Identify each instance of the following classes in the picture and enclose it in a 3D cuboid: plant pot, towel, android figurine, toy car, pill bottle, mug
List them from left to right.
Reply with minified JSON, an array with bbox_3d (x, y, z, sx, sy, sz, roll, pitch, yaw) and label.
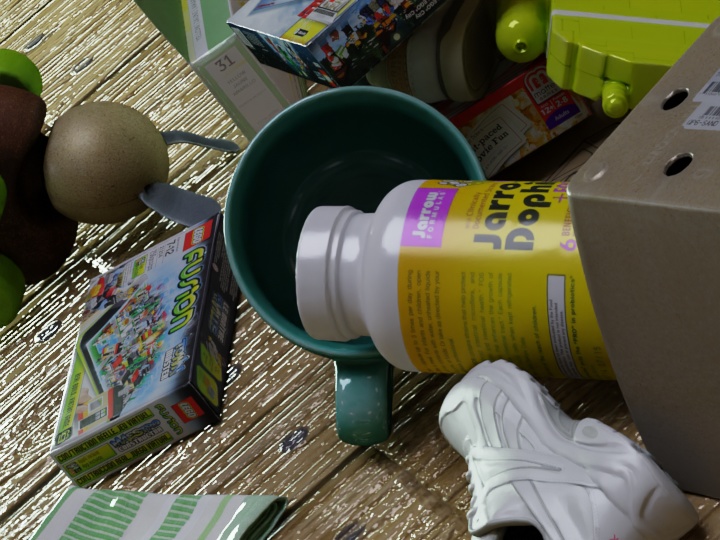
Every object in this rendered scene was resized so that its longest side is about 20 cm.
[{"bbox_3d":[-0.189,-0.060,2.093,0.200,0.158,0.164,0,39,8],"label":"toy car"},{"bbox_3d":[-0.149,0.183,1.716,0.200,0.023,0.153,-3,41,50],"label":"towel"},{"bbox_3d":[-0.006,-0.010,1.694,0.185,0.152,0.114,-58,-5,-1],"label":"mug"},{"bbox_3d":[0.071,0.004,1.567,0.200,0.104,0.104,1,40,19],"label":"pill bottle"},{"bbox_3d":[0.169,-0.139,1.723,0.182,0.041,0.200,5,31,-1],"label":"android figurine"},{"bbox_3d":[0.217,-0.014,1.401,0.200,0.177,0.200,-48,28,-20],"label":"plant pot"}]

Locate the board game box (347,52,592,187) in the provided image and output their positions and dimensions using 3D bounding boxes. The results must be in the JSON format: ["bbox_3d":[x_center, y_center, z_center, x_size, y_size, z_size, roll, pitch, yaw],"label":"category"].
[{"bbox_3d":[0.047,-0.075,1.826,0.200,0.046,0.152,-32,10,10],"label":"board game box"}]

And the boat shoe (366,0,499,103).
[{"bbox_3d":[0.058,-0.161,1.805,0.068,0.075,0.200,-1,23,20],"label":"boat shoe"}]

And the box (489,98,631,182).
[{"bbox_3d":[0.143,-0.041,1.718,0.163,0.021,0.200,-27,28,21],"label":"box"}]

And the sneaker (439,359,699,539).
[{"bbox_3d":[0.079,0.111,1.488,0.099,0.078,0.200,-46,26,-9],"label":"sneaker"}]

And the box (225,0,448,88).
[{"bbox_3d":[0.003,-0.173,1.776,0.137,0.038,0.200,-42,17,-6],"label":"box"}]

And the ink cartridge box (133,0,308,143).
[{"bbox_3d":[-0.109,-0.180,2.063,0.048,0.200,0.146,-32,26,10],"label":"ink cartridge box"}]

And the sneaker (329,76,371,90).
[{"bbox_3d":[0.038,-0.149,1.872,0.087,0.074,0.200,-25,9,23],"label":"sneaker"}]

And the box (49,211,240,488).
[{"bbox_3d":[-0.134,0.049,1.905,0.110,0.035,0.200,-28,27,19],"label":"box"}]
